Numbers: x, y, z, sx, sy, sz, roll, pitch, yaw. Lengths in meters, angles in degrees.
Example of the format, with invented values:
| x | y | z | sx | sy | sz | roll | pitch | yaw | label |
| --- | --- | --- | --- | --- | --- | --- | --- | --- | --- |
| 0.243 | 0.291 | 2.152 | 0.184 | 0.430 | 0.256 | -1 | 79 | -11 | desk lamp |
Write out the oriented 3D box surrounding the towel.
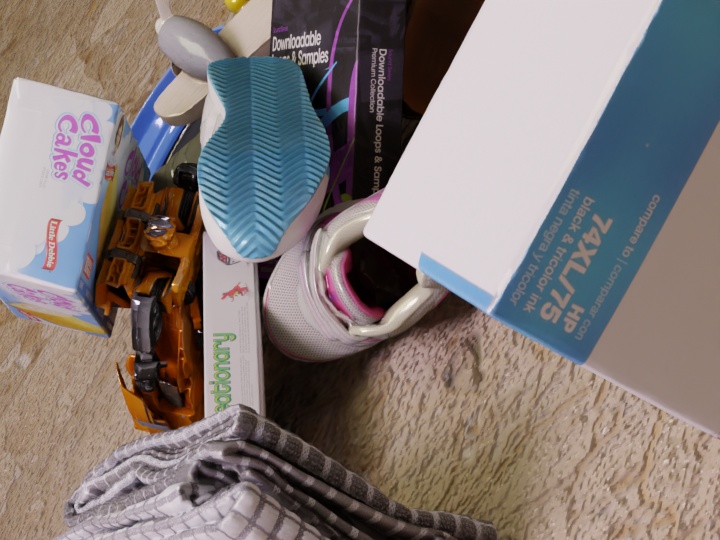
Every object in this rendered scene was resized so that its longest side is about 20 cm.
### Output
| x | y | z | sx | sy | sz | roll | pitch | yaw | label |
| --- | --- | --- | --- | --- | --- | --- | --- | --- | --- |
| -0.044 | 0.142 | 1.234 | 0.200 | 0.165 | 0.086 | -27 | 34 | 54 | towel |

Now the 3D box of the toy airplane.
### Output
| x | y | z | sx | sy | sz | roll | pitch | yaw | label |
| --- | --- | --- | --- | --- | --- | --- | --- | --- | --- |
| -0.044 | -0.196 | 1.664 | 0.199 | 0.141 | 0.200 | -23 | 32 | 37 | toy airplane |

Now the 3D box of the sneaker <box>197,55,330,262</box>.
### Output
| x | y | z | sx | sy | sz | roll | pitch | yaw | label |
| --- | --- | --- | --- | --- | --- | --- | --- | --- | --- |
| -0.056 | -0.051 | 1.445 | 0.200 | 0.076 | 0.081 | -93 | 3 | -62 | sneaker |

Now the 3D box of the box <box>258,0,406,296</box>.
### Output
| x | y | z | sx | sy | sz | roll | pitch | yaw | label |
| --- | --- | --- | --- | --- | --- | --- | --- | --- | --- |
| -0.019 | -0.081 | 1.515 | 0.143 | 0.036 | 0.201 | -177 | 91 | -66 | box |

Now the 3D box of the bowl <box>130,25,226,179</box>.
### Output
| x | y | z | sx | sy | sz | roll | pitch | yaw | label |
| --- | --- | --- | --- | --- | --- | --- | --- | --- | --- |
| -0.130 | -0.083 | 1.855 | 0.201 | 0.039 | 0.201 | -47 | 26 | 32 | bowl |

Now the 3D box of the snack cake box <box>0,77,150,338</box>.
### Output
| x | y | z | sx | sy | sz | roll | pitch | yaw | label |
| --- | --- | --- | --- | --- | --- | --- | --- | --- | --- |
| -0.179 | -0.034 | 1.534 | 0.200 | 0.067 | 0.115 | 87 | -163 | -81 | snack cake box |

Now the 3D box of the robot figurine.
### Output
| x | y | z | sx | sy | sz | roll | pitch | yaw | label |
| --- | --- | --- | --- | --- | --- | --- | --- | --- | --- |
| -0.119 | 0.023 | 1.556 | 0.200 | 0.058 | 0.145 | 82 | -159 | -58 | robot figurine |

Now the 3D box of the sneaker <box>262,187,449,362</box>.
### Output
| x | y | z | sx | sy | sz | roll | pitch | yaw | label |
| --- | --- | --- | --- | --- | --- | --- | --- | --- | --- |
| 0.000 | 0.000 | 1.375 | 0.088 | 0.081 | 0.200 | -34 | -2 | -44 | sneaker |

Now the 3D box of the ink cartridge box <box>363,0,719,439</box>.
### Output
| x | y | z | sx | sy | sz | roll | pitch | yaw | label |
| --- | --- | --- | --- | --- | --- | --- | --- | --- | --- |
| 0.137 | -0.020 | 0.984 | 0.146 | 0.200 | 0.147 | -61 | 22 | 2 | ink cartridge box |

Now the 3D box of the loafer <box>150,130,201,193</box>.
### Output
| x | y | z | sx | sy | sz | roll | pitch | yaw | label |
| --- | --- | --- | --- | --- | --- | --- | --- | --- | --- |
| -0.102 | -0.051 | 1.626 | 0.070 | 0.069 | 0.200 | -82 | 5 | -45 | loafer |

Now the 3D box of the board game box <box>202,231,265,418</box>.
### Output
| x | y | z | sx | sy | sz | roll | pitch | yaw | label |
| --- | --- | --- | --- | --- | --- | --- | --- | --- | --- |
| -0.071 | 0.084 | 1.448 | 0.200 | 0.034 | 0.127 | -96 | 5 | -55 | board game box |

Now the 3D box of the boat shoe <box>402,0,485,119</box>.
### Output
| x | y | z | sx | sy | sz | roll | pitch | yaw | label |
| --- | --- | --- | --- | --- | --- | --- | --- | --- | --- |
| 0.058 | -0.187 | 1.527 | 0.201 | 0.070 | 0.070 | -64 | 18 | -4 | boat shoe |
